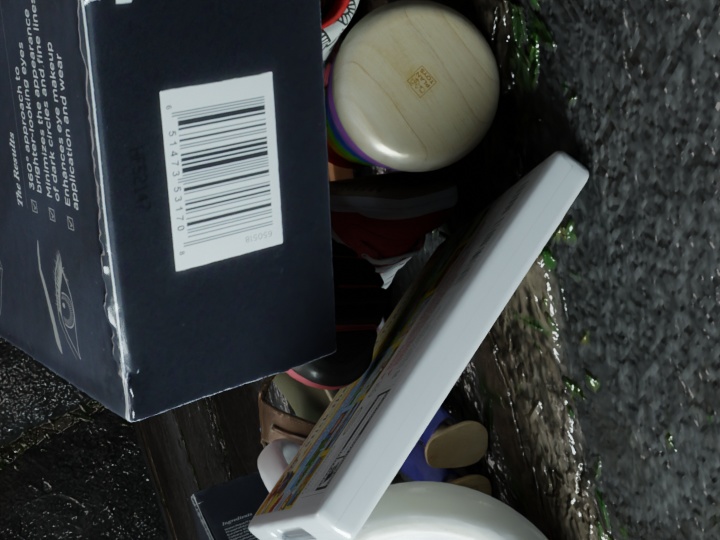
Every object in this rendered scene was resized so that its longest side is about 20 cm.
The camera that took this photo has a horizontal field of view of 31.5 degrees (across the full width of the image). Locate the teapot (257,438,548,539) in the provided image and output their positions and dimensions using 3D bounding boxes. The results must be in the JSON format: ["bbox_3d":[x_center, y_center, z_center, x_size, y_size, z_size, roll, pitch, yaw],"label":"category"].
[{"bbox_3d":[0.034,0.205,0.735,0.146,0.197,0.201,-53,-35,-86],"label":"teapot"}]

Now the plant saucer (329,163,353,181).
[{"bbox_3d":[-0.050,-0.038,0.945,0.200,0.037,0.201,177,90,-71],"label":"plant saucer"}]

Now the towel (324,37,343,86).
[{"bbox_3d":[-0.122,-0.141,0.807,0.146,0.200,0.030,48,-146,-42],"label":"towel"}]

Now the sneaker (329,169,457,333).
[{"bbox_3d":[0.000,0.000,0.778,0.200,0.071,0.113,-2,97,61],"label":"sneaker"}]

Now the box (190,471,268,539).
[{"bbox_3d":[-0.071,0.330,1.244,0.197,0.124,0.201,-135,33,-56],"label":"box"}]

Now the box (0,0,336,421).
[{"bbox_3d":[-0.116,-0.063,0.600,0.200,0.117,0.197,21,119,48],"label":"box"}]

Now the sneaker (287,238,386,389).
[{"bbox_3d":[-0.046,0.014,0.714,0.200,0.074,0.087,57,135,49],"label":"sneaker"}]

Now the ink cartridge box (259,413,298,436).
[{"bbox_3d":[-0.023,0.172,1.005,0.200,0.068,0.115,90,160,-79],"label":"ink cartridge box"}]

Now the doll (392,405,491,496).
[{"bbox_3d":[0.023,0.097,0.873,0.200,0.048,0.137,-137,36,-59],"label":"doll"}]

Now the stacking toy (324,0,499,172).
[{"bbox_3d":[0.008,-0.092,0.717,0.200,0.085,0.086,-177,72,-77],"label":"stacking toy"}]

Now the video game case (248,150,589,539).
[{"bbox_3d":[0.022,0.047,0.628,0.023,0.200,0.182,36,162,-4],"label":"video game case"}]

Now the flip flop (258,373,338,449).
[{"bbox_3d":[-0.033,0.121,0.871,0.200,0.057,0.081,63,154,4],"label":"flip flop"}]

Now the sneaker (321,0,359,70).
[{"bbox_3d":[-0.023,-0.166,0.671,0.108,0.067,0.202,127,165,-56],"label":"sneaker"}]
